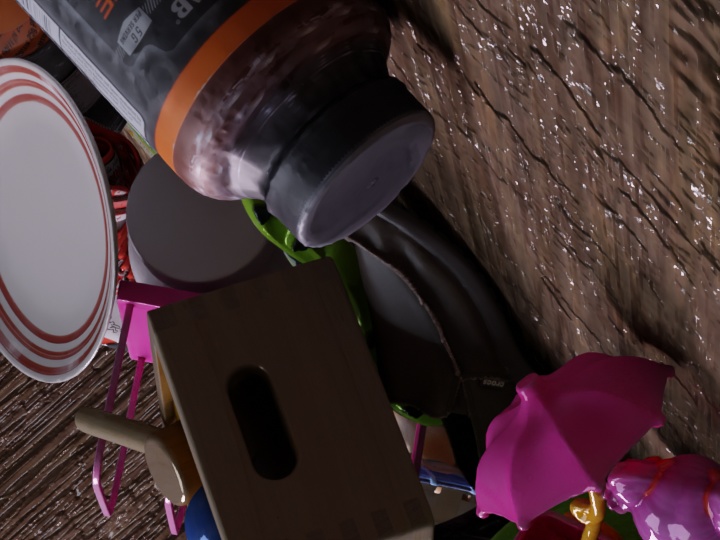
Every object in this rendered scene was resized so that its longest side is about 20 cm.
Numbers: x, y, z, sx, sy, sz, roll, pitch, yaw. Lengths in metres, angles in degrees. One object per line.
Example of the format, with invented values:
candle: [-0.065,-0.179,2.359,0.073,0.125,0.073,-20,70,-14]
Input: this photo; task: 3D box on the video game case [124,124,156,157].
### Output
video game case: [-0.112,-0.061,1.855,0.200,0.023,0.182,48,173,1]

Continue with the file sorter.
file sorter: [-0.056,0.100,1.511,0.199,0.126,0.139,10,164,1]

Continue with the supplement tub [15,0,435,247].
supplement tub: [-0.060,-0.102,0.978,0.200,0.107,0.107,46,172,18]

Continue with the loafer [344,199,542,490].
loafer: [0.040,0.041,1.256,0.200,0.071,0.073,53,172,-28]

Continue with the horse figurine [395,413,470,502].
horse figurine: [0.037,0.133,1.810,0.200,0.050,0.133,55,159,27]

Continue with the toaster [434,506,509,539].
toaster: [0.107,0.183,1.307,0.130,0.113,0.200,68,160,-5]

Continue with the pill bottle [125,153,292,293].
pill bottle: [-0.086,-0.006,1.602,0.116,0.116,0.200,47,173,17]

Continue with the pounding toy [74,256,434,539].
pounding toy: [-0.062,0.102,1.297,0.184,0.141,0.201,91,160,-61]

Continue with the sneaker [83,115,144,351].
sneaker: [-0.170,-0.025,1.639,0.201,0.108,0.067,45,-139,-31]

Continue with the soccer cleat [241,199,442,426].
soccer cleat: [0.000,0.000,1.370,0.200,0.067,0.081,53,-171,-25]

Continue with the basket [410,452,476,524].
basket: [0.051,0.202,1.635,0.175,0.140,0.200,15,-169,-10]

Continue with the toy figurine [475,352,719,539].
toy figurine: [0.120,0.116,1.036,0.199,0.150,0.184,21,151,25]

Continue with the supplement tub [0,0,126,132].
supplement tub: [-0.221,-0.151,1.638,0.123,0.122,0.200,47,172,16]

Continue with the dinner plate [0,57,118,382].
dinner plate: [-0.197,-0.031,1.532,0.200,0.024,0.202,15,110,49]
